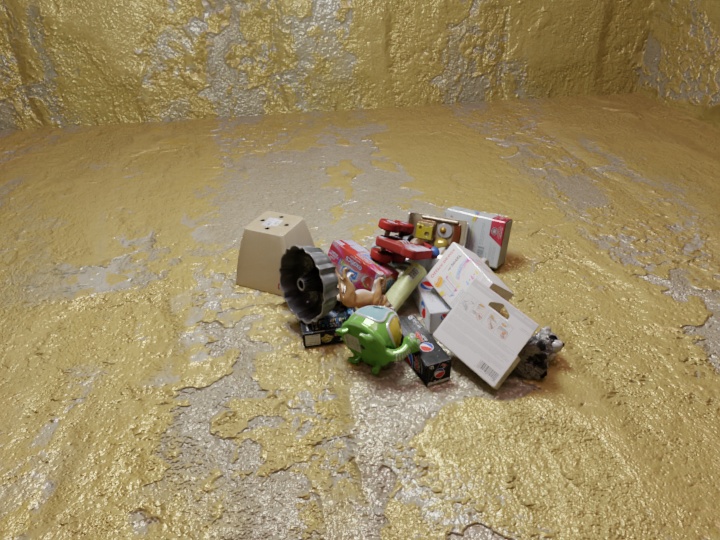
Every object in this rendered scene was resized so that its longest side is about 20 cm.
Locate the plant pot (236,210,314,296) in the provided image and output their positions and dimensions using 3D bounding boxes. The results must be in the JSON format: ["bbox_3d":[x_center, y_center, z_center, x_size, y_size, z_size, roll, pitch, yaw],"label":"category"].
[{"bbox_3d":[-0.251,-0.064,1.784,0.196,0.181,0.200,13,33,20],"label":"plant pot"}]

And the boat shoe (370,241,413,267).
[{"bbox_3d":[0.104,-0.046,1.854,0.197,0.074,0.066,6,62,43],"label":"boat shoe"}]

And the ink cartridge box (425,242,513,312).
[{"bbox_3d":[0.280,0.033,1.575,0.124,0.129,0.201,21,23,-47],"label":"ink cartridge box"}]

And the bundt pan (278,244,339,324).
[{"bbox_3d":[-0.125,0.029,1.521,0.075,0.206,0.200,-15,32,-40],"label":"bundt pan"}]

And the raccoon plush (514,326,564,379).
[{"bbox_3d":[0.394,0.182,1.449,0.196,0.099,0.134,12,25,21],"label":"raccoon plush"}]

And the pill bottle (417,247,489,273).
[{"bbox_3d":[0.269,-0.004,1.736,0.196,0.113,0.111,16,34,26],"label":"pill bottle"}]

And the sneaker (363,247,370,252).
[{"bbox_3d":[-0.003,-0.030,1.800,0.197,0.093,0.077,20,23,31],"label":"sneaker"}]

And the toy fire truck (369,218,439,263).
[{"bbox_3d":[0.133,-0.067,1.673,0.166,0.115,0.198,24,14,30],"label":"toy fire truck"}]

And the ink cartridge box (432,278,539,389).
[{"bbox_3d":[0.298,0.148,1.406,0.199,0.177,0.045,39,3,32],"label":"ink cartridge box"}]

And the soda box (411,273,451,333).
[{"bbox_3d":[0.193,0.087,1.628,0.062,0.069,0.201,-5,30,-7],"label":"soda box"}]

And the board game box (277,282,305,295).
[{"bbox_3d":[-0.135,0.034,1.710,0.101,0.020,0.198,11,17,34],"label":"board game box"}]

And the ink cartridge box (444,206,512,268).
[{"bbox_3d":[0.362,-0.109,1.865,0.197,0.149,0.082,17,20,28],"label":"ink cartridge box"}]

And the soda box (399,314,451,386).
[{"bbox_3d":[0.145,0.193,1.455,0.069,0.065,0.200,-12,32,-19],"label":"soda box"}]

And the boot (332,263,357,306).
[{"bbox_3d":[-0.097,0.026,1.620,0.075,0.075,0.199,-25,50,-35],"label":"boot"}]

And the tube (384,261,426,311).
[{"bbox_3d":[0.102,0.065,1.627,0.201,0.052,0.058,-49,5,-11],"label":"tube"}]

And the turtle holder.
[{"bbox_3d":[0.043,0.152,1.422,0.132,0.142,0.184,-43,16,-33],"label":"turtle holder"}]

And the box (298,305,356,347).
[{"bbox_3d":[-0.090,0.121,1.598,0.155,0.047,0.201,-7,31,-11],"label":"box"}]

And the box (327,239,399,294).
[{"bbox_3d":[0.000,0.000,1.695,0.199,0.097,0.099,35,24,29],"label":"box"}]

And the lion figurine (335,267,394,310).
[{"bbox_3d":[0.005,0.072,1.543,0.196,0.125,0.072,14,-12,-19],"label":"lion figurine"}]

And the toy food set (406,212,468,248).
[{"bbox_3d":[0.233,-0.094,1.847,0.196,0.147,0.060,12,14,20],"label":"toy food set"}]
